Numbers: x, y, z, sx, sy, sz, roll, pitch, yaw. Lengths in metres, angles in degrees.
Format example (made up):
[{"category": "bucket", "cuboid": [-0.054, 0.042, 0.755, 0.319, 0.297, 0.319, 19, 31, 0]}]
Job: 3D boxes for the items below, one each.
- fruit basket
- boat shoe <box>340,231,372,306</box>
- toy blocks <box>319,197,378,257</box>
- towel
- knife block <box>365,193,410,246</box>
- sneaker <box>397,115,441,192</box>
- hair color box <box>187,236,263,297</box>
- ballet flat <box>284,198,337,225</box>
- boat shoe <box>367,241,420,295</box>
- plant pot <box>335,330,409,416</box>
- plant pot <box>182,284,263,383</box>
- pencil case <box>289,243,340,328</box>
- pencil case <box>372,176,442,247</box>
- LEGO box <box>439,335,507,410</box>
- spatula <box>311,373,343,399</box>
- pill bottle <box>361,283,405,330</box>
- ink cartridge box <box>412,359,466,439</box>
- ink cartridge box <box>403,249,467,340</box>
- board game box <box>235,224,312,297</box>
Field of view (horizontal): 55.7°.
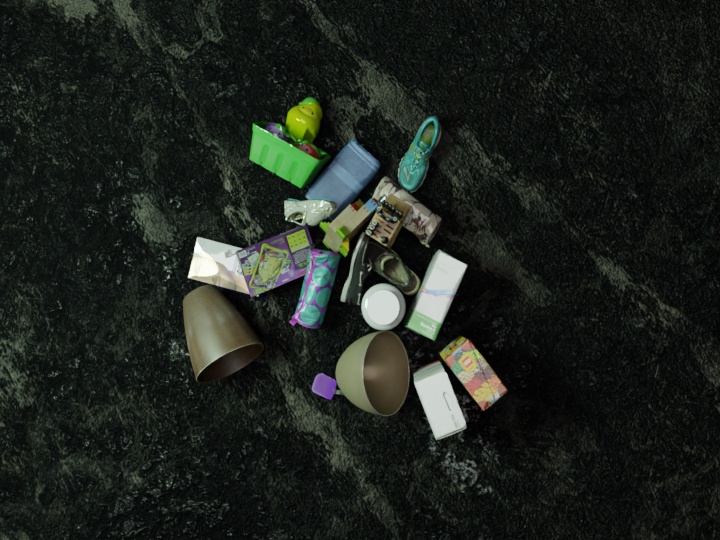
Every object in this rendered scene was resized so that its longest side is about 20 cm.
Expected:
[{"category": "fruit basket", "cuboid": [-0.165, -0.344, 1.743, 0.209, 0.156, 0.222, 3, 104, 11]}, {"category": "boat shoe", "cuboid": [0.000, 0.000, 1.721, 0.059, 0.074, 0.205, 17, 115, 3]}, {"category": "toy blocks", "cuboid": [-0.023, -0.121, 1.709, 0.100, 0.200, 0.137, 45, 76, 2]}, {"category": "towel", "cuboid": [-0.045, -0.233, 1.771, 0.111, 0.049, 0.201, 42, 90, 4]}, {"category": "knife block", "cuboid": [0.049, -0.093, 1.646, 0.063, 0.202, 0.176, 31, 49, 6]}, {"category": "sneaker", "cuboid": [0.149, -0.302, 1.747, 0.076, 0.080, 0.205, 21, 90, 4]}, {"category": "hair color box", "cuboid": [-0.338, -0.009, 1.773, 0.194, 0.065, 0.113, 14, 89, 5]}, {"category": "ballet flat", "cuboid": [-0.128, -0.144, 1.719, 0.070, 0.198, 0.074, -5, 98, -38]}, {"category": "boat shoe", "cuboid": [0.072, -0.018, 1.715, 0.199, 0.065, 0.074, 38, 85, 31]}, {"category": "plant pot", "cuboid": [0.016, 0.255, 1.697, 0.132, 0.198, 0.207, -7, 87, 38]}, {"category": "plant pot", "cuboid": [-0.368, 0.147, 1.726, 0.184, 0.187, 0.203, -30, 73, 2]}, {"category": "pencil case", "cuboid": [-0.115, 0.043, 1.729, 0.084, 0.091, 0.206, 24, 103, 43]}, {"category": "pencil case", "cuboid": [0.117, -0.148, 1.744, 0.198, 0.078, 0.090, 36, 102, 4]}, {"category": "LEGO box", "cuboid": [0.270, 0.244, 1.660, 0.077, 0.200, 0.150, -38, 86, 1]}, {"category": "spatula", "cuboid": [-0.030, 0.323, 1.763, 0.195, 0.021, 0.058, 20, 101, 1]}, {"category": "pill bottle", "cuboid": [0.058, 0.089, 1.677, 0.108, 0.200, 0.115, 0, 88, 3]}, {"category": "ink cartridge box", "cuboid": [0.189, 0.311, 1.662, 0.081, 0.200, 0.150, -22, 86, 3]}, {"category": "ink cartridge box", "cuboid": [0.185, 0.061, 1.698, 0.086, 0.145, 0.205, 23, 89, 2]}, {"category": "board game box", "cuboid": [-0.209, -0.026, 1.737, 0.196, 0.032, 0.123, -22, 98, -19]}]
